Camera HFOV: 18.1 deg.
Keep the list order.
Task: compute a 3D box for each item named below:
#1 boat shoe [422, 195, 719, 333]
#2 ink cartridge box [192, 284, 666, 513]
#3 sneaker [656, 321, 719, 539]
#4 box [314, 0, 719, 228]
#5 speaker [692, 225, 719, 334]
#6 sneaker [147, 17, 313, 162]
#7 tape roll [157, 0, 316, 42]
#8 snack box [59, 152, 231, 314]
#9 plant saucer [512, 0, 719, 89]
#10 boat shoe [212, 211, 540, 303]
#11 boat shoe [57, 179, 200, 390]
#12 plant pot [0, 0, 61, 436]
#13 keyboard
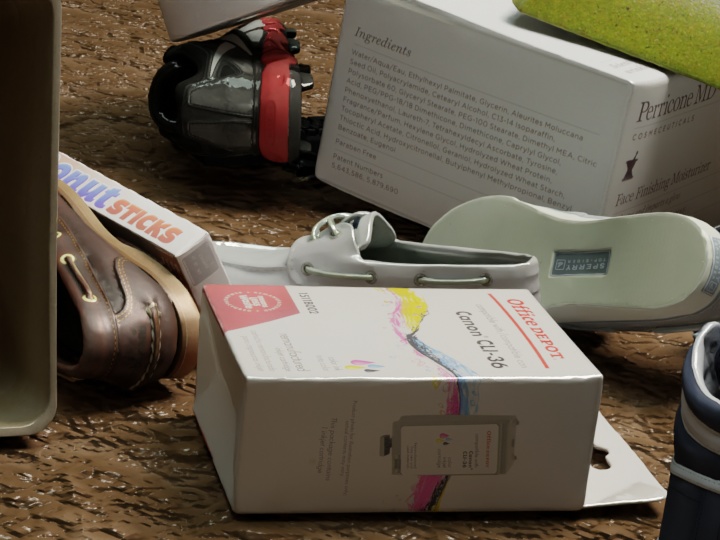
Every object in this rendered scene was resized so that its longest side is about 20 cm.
[{"bbox_3d":[0.119,0.005,1.194,0.200,0.070,0.071,3,-17,44],"label":"boat shoe"},{"bbox_3d":[0.033,0.056,1.018,0.199,0.068,0.117,1,20,-15],"label":"ink cartridge box"},{"bbox_3d":[0.177,0.067,0.969,0.070,0.109,0.200,13,20,19],"label":"sneaker"},{"bbox_3d":[0.113,-0.100,1.378,0.199,0.131,0.199,24,25,29],"label":"box"},{"bbox_3d":[0.275,0.008,1.220,0.199,0.082,0.081,-5,22,-30],"label":"speaker"},{"bbox_3d":[-0.085,-0.117,1.420,0.097,0.071,0.201,0,17,-6],"label":"sneaker"},{"bbox_3d":[-0.036,-0.205,1.421,0.201,0.071,0.202,-18,6,2],"label":"tape roll"},{"bbox_3d":[-0.130,-0.017,1.172,0.024,0.072,0.200,-39,39,-21],"label":"snack box"},{"bbox_3d":[0.215,-0.174,1.333,0.199,0.048,0.200,23,34,14],"label":"plant saucer"},{"bbox_3d":[0.000,0.000,1.171,0.199,0.067,0.074,10,19,11],"label":"boat shoe"},{"bbox_3d":[-0.159,0.000,1.113,0.070,0.071,0.200,-7,23,-38],"label":"boat shoe"},{"bbox_3d":[-0.257,-0.037,1.030,0.199,0.201,0.177,-2,9,-23],"label":"plant pot"},{"bbox_3d":[-0.019,-0.085,1.486,0.199,0.021,0.127,-5,22,-29],"label":"keyboard"}]
